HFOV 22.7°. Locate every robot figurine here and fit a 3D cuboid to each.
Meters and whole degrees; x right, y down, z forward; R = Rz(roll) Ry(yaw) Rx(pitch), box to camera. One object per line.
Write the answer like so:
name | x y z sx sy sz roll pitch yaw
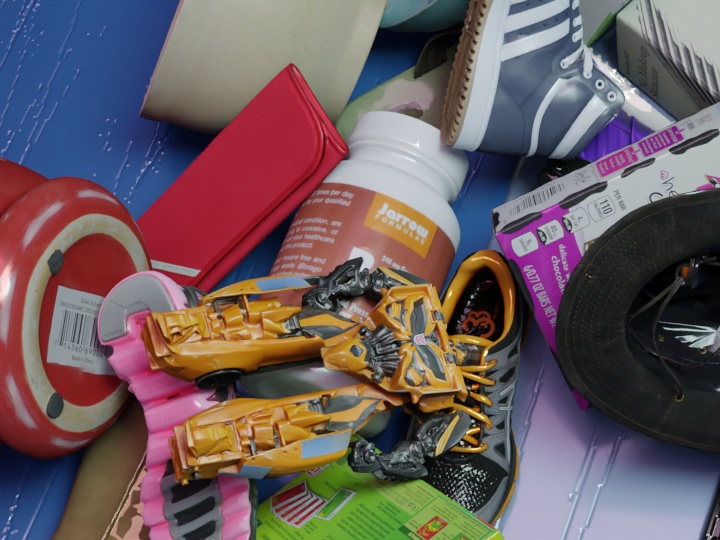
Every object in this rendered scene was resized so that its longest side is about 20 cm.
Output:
robot figurine | -0.024 0.061 1.078 0.199 0.058 0.146 -9 69 -21

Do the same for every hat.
hat | 0.214 0.017 1.076 0.199 0.202 0.081 -6 32 6

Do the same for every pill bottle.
pill bottle | 0.000 0.000 1.200 0.112 0.112 0.201 16 69 16

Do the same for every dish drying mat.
dish drying mat | -0.092 -0.047 1.220 0.200 0.018 0.077 -43 70 30

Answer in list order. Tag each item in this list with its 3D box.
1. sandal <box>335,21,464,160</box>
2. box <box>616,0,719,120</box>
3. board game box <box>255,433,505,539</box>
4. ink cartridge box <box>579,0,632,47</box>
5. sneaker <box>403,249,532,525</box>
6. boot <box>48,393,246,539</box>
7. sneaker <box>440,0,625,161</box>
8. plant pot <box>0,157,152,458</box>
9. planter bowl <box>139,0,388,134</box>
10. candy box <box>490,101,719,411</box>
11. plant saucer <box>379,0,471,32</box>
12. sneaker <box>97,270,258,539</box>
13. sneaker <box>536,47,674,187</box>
sandal | 0.070 -0.138 1.283 0.200 0.057 0.080 -35 65 -8
box | 0.268 -0.118 1.230 0.068 0.082 0.200 -42 64 -10
board game box | 0.008 0.172 1.084 0.101 0.048 0.200 -36 23 -14
ink cartridge box | 0.217 -0.260 1.265 0.067 0.117 0.200 45 69 5
sneaker | 0.068 0.078 1.173 0.078 0.077 0.201 4 68 9
boot | -0.124 0.165 1.171 0.174 0.066 0.201 19 68 16
sneaker | 0.128 -0.166 1.167 0.108 0.070 0.201 12 108 -11
plant pot | -0.244 0.019 1.164 0.181 0.201 0.201 4 65 27
planter bowl | -0.059 -0.179 1.264 0.134 0.200 0.201 20 68 -8
candy box | 0.201 -0.015 1.145 0.199 0.061 0.137 -26 105 8
plant saucer | 0.090 -0.236 1.283 0.036 0.200 0.200 42 74 -19
sneaker | -0.099 0.098 1.138 0.079 0.095 0.201 -15 84 19
sneaker | 0.177 -0.065 1.232 0.099 0.070 0.200 -43 62 -4
